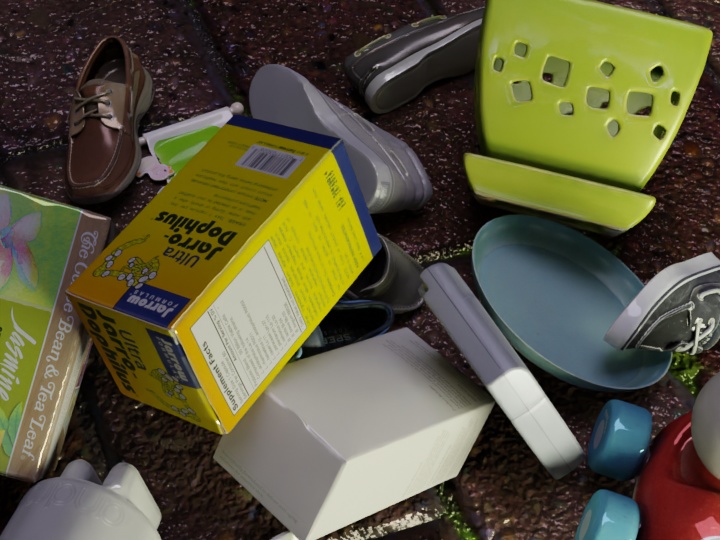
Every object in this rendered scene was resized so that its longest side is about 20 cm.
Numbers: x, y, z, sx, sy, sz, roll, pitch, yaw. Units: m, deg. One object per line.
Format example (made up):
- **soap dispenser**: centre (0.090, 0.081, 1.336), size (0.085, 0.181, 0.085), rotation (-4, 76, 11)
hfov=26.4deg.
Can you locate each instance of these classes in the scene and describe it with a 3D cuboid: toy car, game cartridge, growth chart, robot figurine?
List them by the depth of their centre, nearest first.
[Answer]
- **robot figurine**: centre (-0.211, 0.227, 1.073), size (0.168, 0.113, 0.201), rotation (-3, 41, 27)
- **toy car**: centre (0.280, 0.145, 1.133), size (0.183, 0.201, 0.178), rotation (19, 47, -1)
- **game cartridge**: centre (0.115, 0.086, 1.192), size (0.041, 0.200, 0.134), rotation (-33, 56, 4)
- **growth chart**: centre (-0.119, -0.085, 1.437), size (0.144, 0.018, 0.200), rotation (-28, 56, -28)

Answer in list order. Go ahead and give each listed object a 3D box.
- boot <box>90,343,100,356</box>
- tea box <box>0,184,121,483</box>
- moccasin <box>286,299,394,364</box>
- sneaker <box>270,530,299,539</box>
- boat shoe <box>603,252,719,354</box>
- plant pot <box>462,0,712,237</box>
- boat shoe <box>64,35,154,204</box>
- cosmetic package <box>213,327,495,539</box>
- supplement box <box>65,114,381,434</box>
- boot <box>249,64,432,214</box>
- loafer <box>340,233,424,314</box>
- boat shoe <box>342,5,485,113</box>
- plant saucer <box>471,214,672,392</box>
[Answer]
- **boot**: centre (-0.132, 0.043, 1.284), size (0.199, 0.144, 0.073), rotation (4, 81, -45)
- **tea box**: centre (-0.299, 0.034, 1.150), size (0.195, 0.134, 0.202), rotation (15, 86, -5)
- **moccasin**: centre (-0.056, 0.048, 1.198), size (0.199, 0.068, 0.081), rotation (-18, 74, -47)
- **sneaker**: centre (0.006, 0.255, 1.098), size (0.199, 0.081, 0.071), rotation (24, 47, 13)
- **boat shoe**: centre (0.277, 0.039, 1.312), size (0.068, 0.072, 0.200), rotation (45, 30, 18)
- **plant pot**: centre (0.190, -0.135, 1.380), size (0.198, 0.199, 0.183), rotation (14, 90, 5)
- **boat shoe**: centre (-0.243, -0.142, 1.426), size (0.075, 0.072, 0.201), rotation (-9, 43, 9)
- **cosmetic package**: centre (-0.001, 0.119, 1.168), size (0.107, 0.085, 0.199), rotation (40, 31, 27)
- **supplement box**: centre (-0.093, -0.002, 1.100), size (0.109, 0.109, 0.200), rotation (16, 52, 36)
- **boot**: centre (-0.018, -0.119, 1.444), size (0.095, 0.074, 0.200), rotation (3, 39, -52)
- **loafer**: centre (0.000, 0.000, 1.278), size (0.069, 0.071, 0.199), rotation (8, -4, 39)
- **boat shoe**: centre (0.074, -0.228, 1.555), size (0.201, 0.072, 0.060), rotation (-29, 61, -25)
- **plant saucer**: centre (0.178, 0.032, 1.321), size (0.199, 0.027, 0.201), rotation (20, 38, -16)
